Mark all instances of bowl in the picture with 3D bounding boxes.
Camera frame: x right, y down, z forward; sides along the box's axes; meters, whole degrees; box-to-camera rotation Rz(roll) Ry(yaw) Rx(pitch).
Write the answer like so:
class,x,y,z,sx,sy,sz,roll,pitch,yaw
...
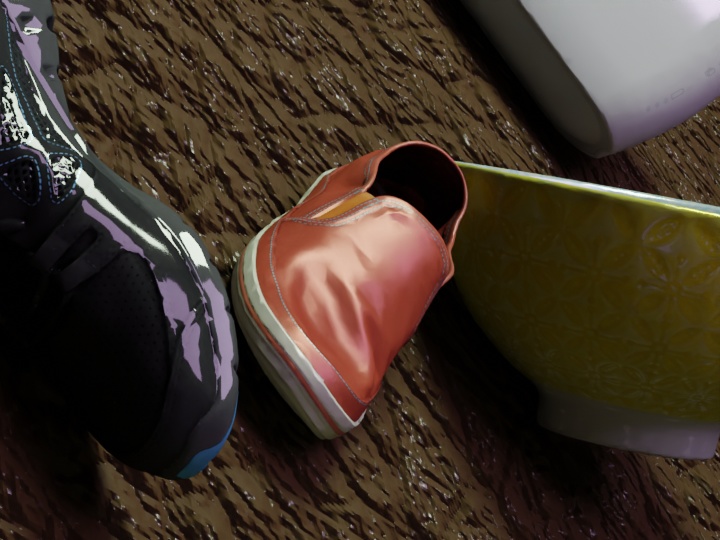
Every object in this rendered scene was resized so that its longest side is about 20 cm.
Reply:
class,x,y,z,sx,sy,sz,roll,pitch,yaw
bowl,0.125,0.022,1.139,0.200,0.200,0.108,2,100,-64

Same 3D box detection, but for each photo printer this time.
class,x,y,z,sx,sy,sz,roll,pitch,yaw
photo printer,0.131,-0.172,1.401,0.200,0.166,0.069,53,-21,-7

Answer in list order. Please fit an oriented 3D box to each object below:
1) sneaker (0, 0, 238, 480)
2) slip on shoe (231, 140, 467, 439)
class,x,y,z,sx,sy,sz,roll,pitch,yaw
sneaker,-0.112,-0.016,0.807,0.082,0.073,0.200,-14,64,-50
slip on shoe,0.000,0.000,1.005,0.074,0.061,0.200,53,23,-11
